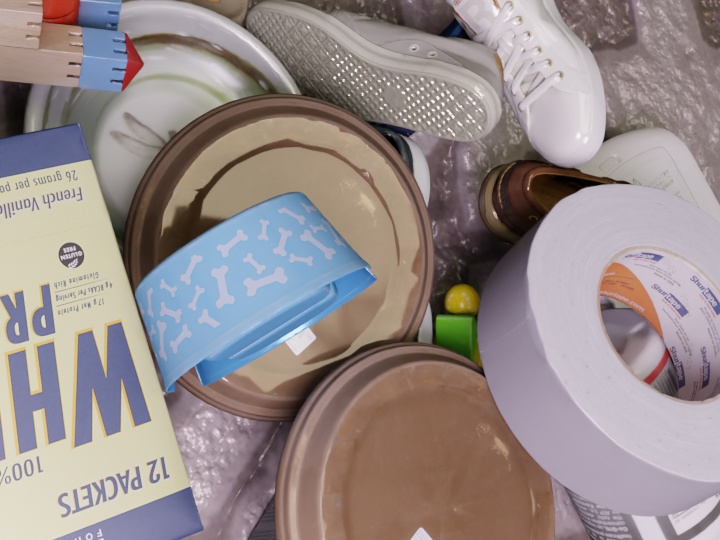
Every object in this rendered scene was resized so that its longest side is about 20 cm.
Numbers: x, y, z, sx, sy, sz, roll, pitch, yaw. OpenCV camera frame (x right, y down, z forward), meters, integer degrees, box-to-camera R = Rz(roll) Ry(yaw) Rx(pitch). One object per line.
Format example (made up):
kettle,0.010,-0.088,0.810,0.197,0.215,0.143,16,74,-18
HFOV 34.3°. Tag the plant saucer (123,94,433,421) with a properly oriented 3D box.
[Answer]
plant saucer,-0.043,-0.007,0.713,0.198,0.029,0.202,-1,92,-20

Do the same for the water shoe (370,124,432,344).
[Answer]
water shoe,0.000,0.000,0.790,0.079,0.071,0.202,16,69,-45

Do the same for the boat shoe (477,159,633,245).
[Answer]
boat shoe,0.184,-0.028,0.840,0.199,0.068,0.073,19,79,-15

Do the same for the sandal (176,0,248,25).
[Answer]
sandal,-0.107,-0.261,0.808,0.080,0.054,0.202,-3,80,-31

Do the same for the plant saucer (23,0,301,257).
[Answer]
plant saucer,-0.123,-0.072,0.757,0.199,0.050,0.202,8,74,-28

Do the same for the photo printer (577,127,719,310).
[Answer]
photo printer,0.228,-0.006,0.935,0.166,0.069,0.201,-34,96,-30

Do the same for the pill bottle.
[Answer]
pill bottle,0.201,0.139,0.847,0.114,0.113,0.201,-41,113,-31

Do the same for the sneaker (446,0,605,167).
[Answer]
sneaker,0.101,-0.160,0.812,0.084,0.073,0.201,1,60,-40

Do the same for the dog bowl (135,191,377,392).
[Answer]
dog bowl,-0.052,0.010,0.590,0.111,0.200,0.050,-32,86,0

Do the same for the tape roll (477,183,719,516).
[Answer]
tape roll,0.175,0.046,0.729,0.199,0.066,0.202,13,57,-20

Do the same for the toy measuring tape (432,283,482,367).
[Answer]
toy measuring tape,0.074,0.110,0.830,0.073,0.073,0.202,-3,94,-31

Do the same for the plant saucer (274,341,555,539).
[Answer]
plant saucer,0.042,0.140,0.685,0.199,0.029,0.202,9,74,-31

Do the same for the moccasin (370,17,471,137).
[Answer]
moccasin,0.086,-0.155,0.881,0.068,0.080,0.200,47,61,-10

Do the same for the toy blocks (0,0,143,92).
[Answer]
toy blocks,-0.199,-0.180,0.690,0.136,0.100,0.201,2,50,-21

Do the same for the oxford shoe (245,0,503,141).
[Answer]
oxford shoe,0.011,-0.142,0.798,0.199,0.076,0.058,20,51,22

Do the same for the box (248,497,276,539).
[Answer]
box,0.030,0.217,0.741,0.200,0.112,0.102,42,60,-15

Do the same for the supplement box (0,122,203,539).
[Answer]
supplement box,-0.200,0.059,0.593,0.133,0.200,0.201,-16,88,-30
